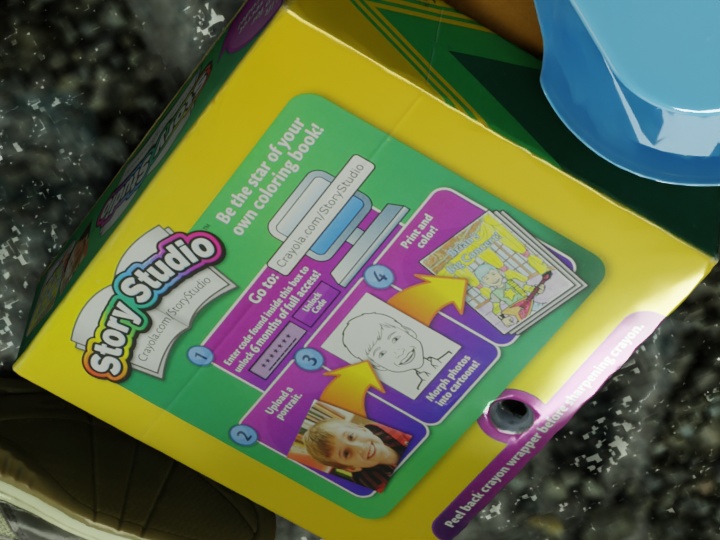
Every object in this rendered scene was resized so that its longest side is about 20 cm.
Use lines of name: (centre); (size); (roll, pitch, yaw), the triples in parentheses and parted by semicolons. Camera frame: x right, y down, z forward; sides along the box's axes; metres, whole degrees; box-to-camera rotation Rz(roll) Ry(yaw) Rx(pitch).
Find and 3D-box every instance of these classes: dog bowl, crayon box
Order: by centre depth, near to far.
dog bowl: (0.089, -0.122, 0.925); (0.111, 0.050, 0.200); (-24, 115, 22)
crayon box: (0.000, 0.000, 1.024); (0.172, 0.058, 0.200); (30, 128, -13)

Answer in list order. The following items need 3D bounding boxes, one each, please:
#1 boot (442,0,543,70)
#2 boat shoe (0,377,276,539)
boot: (0.138, -0.099, 1.001); (0.201, 0.071, 0.144); (24, 121, -8)
boat shoe: (-0.133, 0.082, 1.089); (0.201, 0.072, 0.066); (18, 126, -9)
